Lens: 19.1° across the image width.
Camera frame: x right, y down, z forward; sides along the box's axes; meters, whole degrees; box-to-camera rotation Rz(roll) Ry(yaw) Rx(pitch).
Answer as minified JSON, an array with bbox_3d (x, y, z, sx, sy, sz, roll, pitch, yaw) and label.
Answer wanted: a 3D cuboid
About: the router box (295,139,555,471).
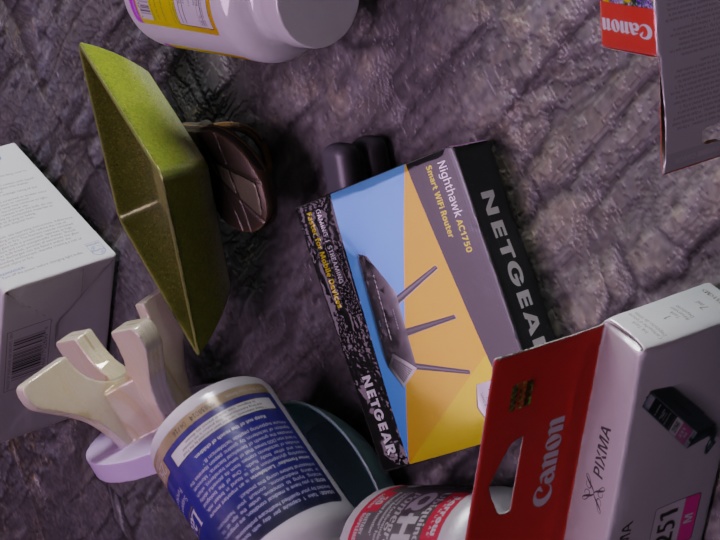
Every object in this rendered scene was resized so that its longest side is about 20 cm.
[{"bbox_3d":[0.052,0.025,1.493,0.149,0.051,0.201,-21,88,37],"label":"router box"}]

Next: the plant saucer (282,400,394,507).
[{"bbox_3d":[-0.018,0.197,1.735,0.200,0.036,0.201,29,127,47],"label":"plant saucer"}]

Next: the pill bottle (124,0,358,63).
[{"bbox_3d":[-0.087,-0.210,1.585,0.200,0.104,0.105,17,118,52],"label":"pill bottle"}]

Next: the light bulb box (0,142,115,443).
[{"bbox_3d":[-0.343,0.020,2.059,0.200,0.125,0.199,44,138,36],"label":"light bulb box"}]

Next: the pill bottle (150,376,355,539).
[{"bbox_3d":[-0.070,0.190,1.670,0.200,0.115,0.116,53,143,28],"label":"pill bottle"}]

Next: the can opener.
[{"bbox_3d":[0.000,0.000,1.599,0.067,0.053,0.201,6,108,55],"label":"can opener"}]

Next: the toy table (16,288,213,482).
[{"bbox_3d":[-0.193,0.099,1.846,0.200,0.184,0.117,-17,107,49],"label":"toy table"}]

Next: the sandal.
[{"bbox_3d":[-0.101,-0.084,1.720,0.200,0.054,0.082,-157,51,-68],"label":"sandal"}]

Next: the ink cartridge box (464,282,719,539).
[{"bbox_3d":[0.149,0.119,1.317,0.044,0.173,0.201,39,135,41],"label":"ink cartridge box"}]

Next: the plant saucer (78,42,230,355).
[{"bbox_3d":[-0.162,-0.067,1.753,0.200,0.048,0.200,-125,20,-43],"label":"plant saucer"}]

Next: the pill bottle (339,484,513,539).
[{"bbox_3d":[0.078,0.209,1.525,0.200,0.110,0.111,-9,97,57],"label":"pill bottle"}]

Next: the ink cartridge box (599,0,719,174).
[{"bbox_3d":[0.186,-0.165,1.187,0.050,0.109,0.201,20,121,51],"label":"ink cartridge box"}]
